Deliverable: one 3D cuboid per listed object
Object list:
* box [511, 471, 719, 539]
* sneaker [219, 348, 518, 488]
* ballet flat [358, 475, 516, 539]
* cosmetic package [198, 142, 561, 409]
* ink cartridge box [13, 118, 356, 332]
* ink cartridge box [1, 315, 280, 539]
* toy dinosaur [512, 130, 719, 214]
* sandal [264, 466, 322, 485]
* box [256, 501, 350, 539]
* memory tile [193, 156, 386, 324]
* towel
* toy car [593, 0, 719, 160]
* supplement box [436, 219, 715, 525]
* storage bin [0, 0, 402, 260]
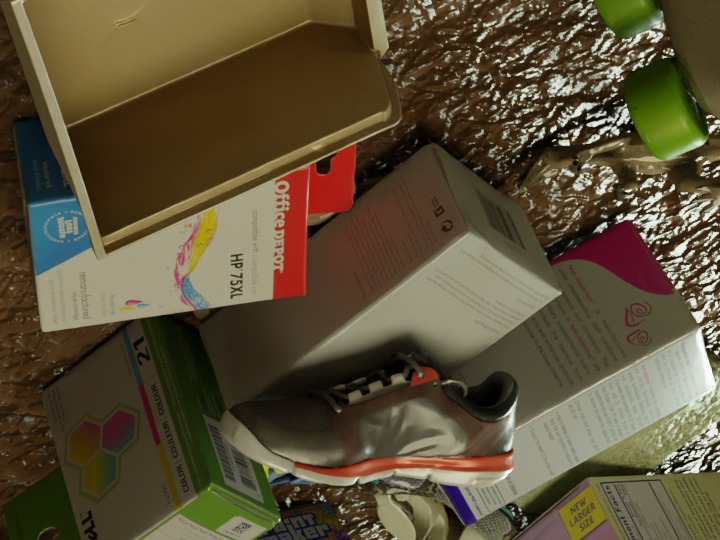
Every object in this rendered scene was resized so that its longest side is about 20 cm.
[{"bbox_3d":[0.204,0.245,1.731,0.200,0.097,0.176,4,142,-46],"label":"box"},{"bbox_3d":[0.009,0.082,1.351,0.200,0.077,0.082,4,109,-30],"label":"sneaker"},{"bbox_3d":[0.052,0.180,1.631,0.072,0.072,0.200,-31,141,11],"label":"ballet flat"},{"bbox_3d":[0.011,0.025,1.387,0.200,0.081,0.113,-36,141,19],"label":"cosmetic package"},{"bbox_3d":[-0.094,-0.038,1.278,0.200,0.067,0.116,-8,141,-9],"label":"ink cartridge box"},{"bbox_3d":[-0.165,0.145,1.411,0.200,0.148,0.076,-36,141,17],"label":"ink cartridge box"},{"bbox_3d":[0.198,-0.075,1.379,0.200,0.101,0.058,-2,105,-5],"label":"toy dinosaur"},{"bbox_3d":[-0.079,0.129,1.501,0.200,0.080,0.087,-14,156,-5],"label":"sandal"},{"bbox_3d":[-0.063,0.312,1.623,0.122,0.193,0.200,-8,141,-35],"label":"box"},{"bbox_3d":[0.000,0.000,1.429,0.200,0.017,0.153,14,130,-39],"label":"memory tile"},{"bbox_3d":[0.188,0.120,1.658,0.200,0.036,0.148,-41,140,23],"label":"towel"},{"bbox_3d":[0.253,-0.135,1.299,0.164,0.158,0.200,-23,157,21],"label":"toy car"},{"bbox_3d":[0.126,0.069,1.493,0.200,0.101,0.103,-29,148,1],"label":"supplement box"},{"bbox_3d":[-0.081,-0.136,1.140,0.199,0.094,0.200,-25,144,-10],"label":"storage bin"}]
